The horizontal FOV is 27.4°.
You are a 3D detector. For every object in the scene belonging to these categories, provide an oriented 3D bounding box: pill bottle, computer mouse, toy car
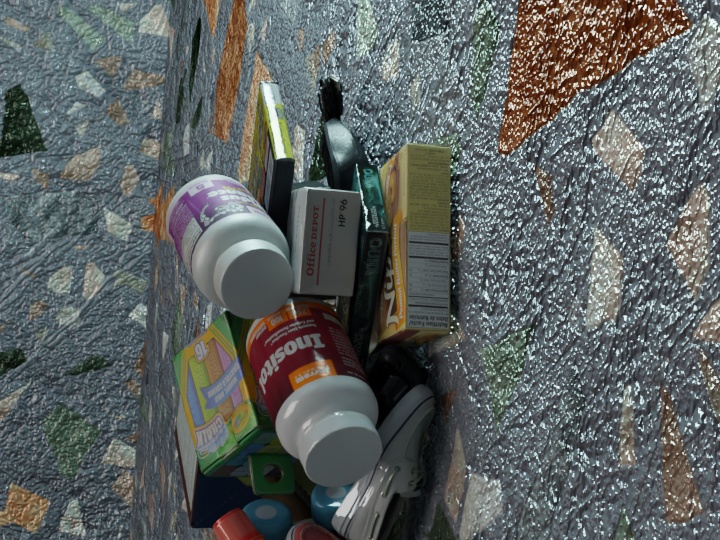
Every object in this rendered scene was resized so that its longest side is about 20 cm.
[{"bbox_3d":[-0.047,0.130,1.581,0.200,0.112,0.114,-117,34,-47],"label":"pill bottle"},{"bbox_3d":[-0.143,-0.024,1.647,0.200,0.111,0.113,-132,48,-58],"label":"pill bottle"},{"bbox_3d":[-0.018,-0.145,1.882,0.201,0.052,0.139,-101,9,-48],"label":"computer mouse"},{"bbox_3d":[-0.038,0.375,1.671,0.200,0.176,0.186,-135,39,-53],"label":"toy car"}]

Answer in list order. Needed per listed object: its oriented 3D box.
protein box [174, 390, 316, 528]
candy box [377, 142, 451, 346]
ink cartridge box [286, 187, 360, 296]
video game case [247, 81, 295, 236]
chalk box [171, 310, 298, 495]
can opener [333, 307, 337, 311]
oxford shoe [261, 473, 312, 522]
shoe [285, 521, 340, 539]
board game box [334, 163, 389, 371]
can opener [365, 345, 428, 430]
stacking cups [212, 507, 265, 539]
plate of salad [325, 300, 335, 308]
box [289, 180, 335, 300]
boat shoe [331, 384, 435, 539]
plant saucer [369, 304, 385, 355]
[{"bbox_3d":[-0.133,0.220,1.935,0.200,0.197,0.136,-112,28,-56],"label":"protein box"},{"bbox_3d":[0.058,-0.025,1.595,0.115,0.055,0.202,142,129,-74],"label":"candy box"},{"bbox_3d":[-0.042,-0.031,1.640,0.200,0.067,0.117,-164,78,-83],"label":"ink cartridge box"},{"bbox_3d":[-0.111,-0.097,1.786,0.181,0.025,0.201,-105,20,-52],"label":"video game case"},{"bbox_3d":[-0.120,0.166,1.736,0.124,0.124,0.201,-41,58,36],"label":"chalk box"},{"bbox_3d":[-0.020,0.143,1.766,0.066,0.052,0.202,116,143,-75],"label":"can opener"},{"bbox_3d":[-0.086,0.328,1.810,0.073,0.084,0.201,-19,100,58],"label":"oxford shoe"},{"bbox_3d":[0.003,0.332,1.574,0.200,0.071,0.091,48,139,18],"label":"shoe"},{"bbox_3d":[0.000,0.000,1.675,0.136,0.028,0.201,-99,15,-53],"label":"board game box"},{"bbox_3d":[0.024,0.140,1.653,0.063,0.079,0.200,46,157,9],"label":"can opener"},{"bbox_3d":[-0.093,0.352,1.607,0.200,0.060,0.061,52,147,19],"label":"stacking cups"},{"bbox_3d":[-0.084,0.103,1.866,0.048,0.199,0.201,52,-166,-39],"label":"plate of salad"},{"bbox_3d":[-0.076,-0.040,1.930,0.200,0.078,0.142,-138,41,-82],"label":"box"},{"bbox_3d":[0.042,0.218,1.595,0.067,0.073,0.201,37,116,22],"label":"boat shoe"},{"bbox_3d":[0.023,0.002,1.750,0.200,0.034,0.202,-177,90,-74],"label":"plant saucer"}]
